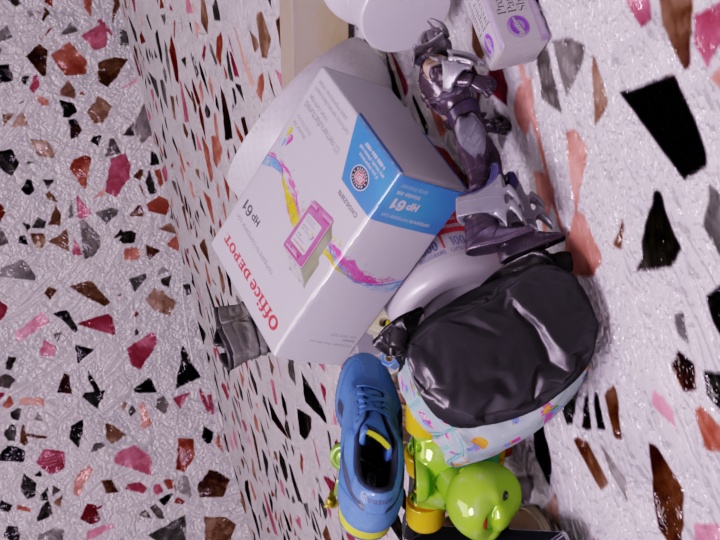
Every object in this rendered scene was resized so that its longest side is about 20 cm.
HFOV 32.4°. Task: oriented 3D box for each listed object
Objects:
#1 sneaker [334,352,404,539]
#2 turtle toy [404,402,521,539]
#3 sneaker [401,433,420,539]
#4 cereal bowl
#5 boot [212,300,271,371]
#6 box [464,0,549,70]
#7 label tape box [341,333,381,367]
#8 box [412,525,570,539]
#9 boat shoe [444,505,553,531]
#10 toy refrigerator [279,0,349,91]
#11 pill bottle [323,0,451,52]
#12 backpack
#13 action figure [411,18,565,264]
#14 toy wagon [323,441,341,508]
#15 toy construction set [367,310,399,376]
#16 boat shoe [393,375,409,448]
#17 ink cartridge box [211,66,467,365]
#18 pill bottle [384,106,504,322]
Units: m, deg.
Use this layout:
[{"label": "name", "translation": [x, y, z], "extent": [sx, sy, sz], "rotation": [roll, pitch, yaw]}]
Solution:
[{"label": "sneaker", "translation": [0.013, 0.143, 1.132], "extent": [0.202, 0.065, 0.079], "rotation": [-90, 11, -45]}, {"label": "turtle toy", "translation": [0.090, 0.166, 1.125], "extent": [0.201, 0.100, 0.147], "rotation": [-89, -2, -60]}, {"label": "sneaker", "translation": [0.079, 0.200, 1.285], "extent": [0.080, 0.074, 0.202], "rotation": [-74, -4, -61]}, {"label": "cereal bowl", "translation": [-0.036, -0.128, 1.230], "extent": [0.083, 0.200, 0.200], "rotation": [43, 157, 8]}, {"label": "boot", "translation": [-0.100, 0.035, 1.352], "extent": [0.201, 0.129, 0.069], "rotation": [-105, 8, -64]}, {"label": "box", "translation": [0.086, -0.249, 0.925], "extent": [0.039, 0.041, 0.202], "rotation": [120, 134, -69]}, {"label": "label tape box", "translation": [-0.011, -0.012, 1.372], "extent": [0.143, 0.065, 0.203], "rotation": [-106, 6, -77]}, {"label": "box", "translation": [0.112, 0.340, 1.077], "extent": [0.199, 0.123, 0.199], "rotation": [-16, 97, 58]}, {"label": "boat shoe", "translation": [0.131, 0.259, 1.167], "extent": [0.200, 0.064, 0.072], "rotation": [177, 79, -75]}, {"label": "toy refrigerator", "translation": [-0.048, -0.249, 1.359], "extent": [0.202, 0.069, 0.076], "rotation": [92, 164, -44]}, {"label": "pill bottle", "translation": [0.003, -0.281, 1.060], "extent": [0.112, 0.110, 0.201], "rotation": [94, 156, -49]}, {"label": "backpack", "translation": [0.096, 0.080, 0.980], "extent": [0.200, 0.165, 0.128], "rotation": [111, 137, -75]}, {"label": "action figure", "translation": [0.087, -0.107, 0.953], "extent": [0.130, 0.069, 0.202], "rotation": [27, -138, -68]}, {"label": "toy wagon", "translation": [-0.002, 0.185, 1.445], "extent": [0.155, 0.039, 0.203], "rotation": [-46, -31, -76]}, {"label": "toy construction set", "translation": [0.000, 0.000, 1.218], "extent": [0.199, 0.132, 0.092], "rotation": [34, 178, 25]}, {"label": "boat shoe", "translation": [0.053, 0.167, 1.387], "extent": [0.201, 0.071, 0.068], "rotation": [92, -168, -67]}, {"label": "ink cartridge box", "translation": [-0.024, -0.042, 1.040], "extent": [0.201, 0.084, 0.145], "rotation": [-55, 49, 26]}, {"label": "pill bottle", "translation": [0.046, -0.048, 1.109], "extent": [0.113, 0.111, 0.202], "rotation": [99, 152, -55]}]
